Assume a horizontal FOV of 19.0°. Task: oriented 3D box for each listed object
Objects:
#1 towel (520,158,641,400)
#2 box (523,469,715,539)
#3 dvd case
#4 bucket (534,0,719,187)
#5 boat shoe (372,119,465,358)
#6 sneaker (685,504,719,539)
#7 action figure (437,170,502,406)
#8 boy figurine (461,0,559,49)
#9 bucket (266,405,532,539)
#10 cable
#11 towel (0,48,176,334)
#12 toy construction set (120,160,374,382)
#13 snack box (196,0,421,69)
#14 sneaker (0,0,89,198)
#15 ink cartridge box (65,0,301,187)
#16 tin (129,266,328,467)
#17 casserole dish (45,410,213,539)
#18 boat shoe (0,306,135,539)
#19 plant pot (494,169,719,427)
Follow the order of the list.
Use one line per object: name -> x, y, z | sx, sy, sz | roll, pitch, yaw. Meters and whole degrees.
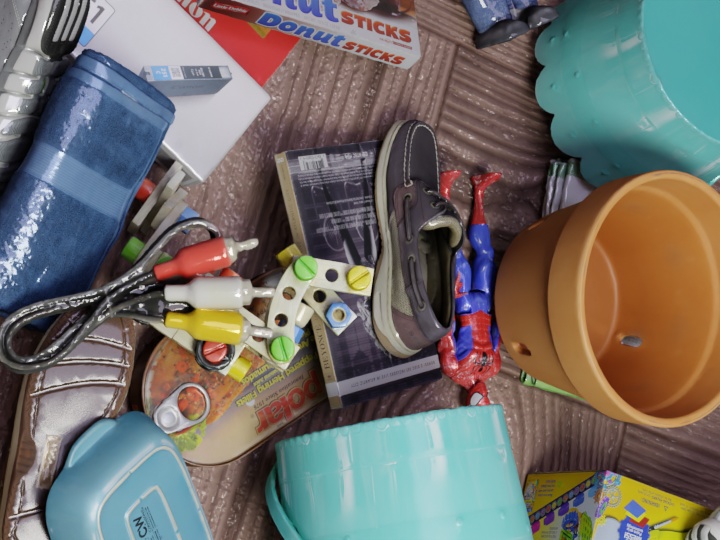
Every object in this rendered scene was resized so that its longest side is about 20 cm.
towel -> 0.215, 0.014, 1.840 | 0.148, 0.031, 0.202 | 14, 77, -26
box -> 0.226, 0.285, 1.759 | 0.199, 0.122, 0.194 | 21, 75, -25
dvd case -> 0.000, 0.000, 1.697 | 0.148, 0.016, 0.202 | -12, 88, -56
bucket -> 0.264, -0.167, 1.814 | 0.206, 0.135, 0.209 | 11, 69, -31
boat shoe -> 0.052, -0.030, 1.709 | 0.072, 0.064, 0.202 | 32, 54, -45
sneaker -> 0.356, 0.250, 1.723 | 0.115, 0.075, 0.200 | -44, 104, -28
action figure -> 0.092, 0.019, 1.764 | 0.065, 0.052, 0.202 | 2, 84, -34
boy figurine -> 0.101, -0.292, 1.800 | 0.124, 0.064, 0.201 | -23, 97, -26
bucket -> 0.031, 0.181, 1.617 | 0.206, 0.207, 0.136 | -6, 82, -29
cable -> -0.161, 0.015, 1.516 | 0.198, 0.050, 0.098 | -9, 84, -16
towel -> -0.209, -0.053, 1.558 | 0.112, 0.048, 0.201 | 34, 81, -57
toy construction set -> -0.101, 0.004, 1.597 | 0.199, 0.092, 0.132 | 33, 83, 13
snack box -> -0.042, -0.219, 1.714 | 0.199, 0.024, 0.072 | 13, 57, -31
sneaker -> -0.281, -0.138, 1.565 | 0.115, 0.075, 0.201 | 26, 97, 15
ink cartridge box -> -0.148, -0.196, 1.661 | 0.200, 0.045, 0.177 | 44, 67, -17
tin -> -0.089, 0.075, 1.661 | 0.199, 0.042, 0.113 | -31, 95, -29
casserole dish -> -0.157, 0.196, 1.557 | 0.121, 0.039, 0.201 | -45, 132, -35
boat shoe -> -0.222, 0.112, 1.559 | 0.074, 0.075, 0.204 | 22, 82, -16
plant pot -> 0.203, 0.023, 1.732 | 0.199, 0.140, 0.202 | 1, 89, -37
